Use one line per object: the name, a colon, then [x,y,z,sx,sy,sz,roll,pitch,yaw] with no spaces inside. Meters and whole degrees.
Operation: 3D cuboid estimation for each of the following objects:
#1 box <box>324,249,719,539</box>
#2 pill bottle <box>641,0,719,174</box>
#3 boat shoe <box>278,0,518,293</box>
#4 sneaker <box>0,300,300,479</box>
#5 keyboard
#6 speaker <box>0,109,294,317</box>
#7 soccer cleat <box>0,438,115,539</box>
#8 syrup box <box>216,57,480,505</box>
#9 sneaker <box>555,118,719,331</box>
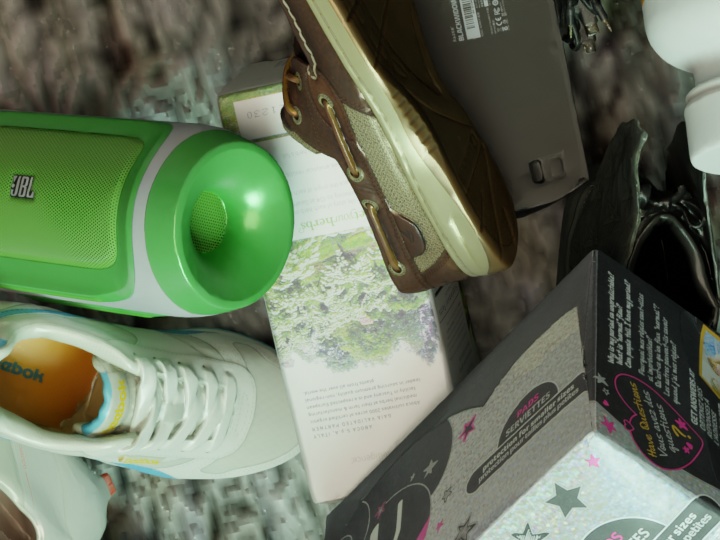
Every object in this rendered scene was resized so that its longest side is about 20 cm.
box: [0.078,0.116,1.166,0.114,0.132,0.200,32,122,-17]
pill bottle: [0.171,-0.146,1.140,0.110,0.111,0.202,-6,79,12]
boat shoe: [-0.006,-0.075,1.163,0.072,0.072,0.201,-20,116,26]
sneaker: [-0.105,0.062,1.266,0.199,0.081,0.077,9,96,-25]
keyboard: [0.061,-0.124,1.235,0.103,0.040,0.201,-11,89,1]
speaker: [-0.124,-0.028,1.232,0.199,0.088,0.089,7,108,44]
soccer cleat: [-0.201,0.065,1.304,0.200,0.078,0.069,48,132,4]
syrup box: [0.000,0.000,1.260,0.078,0.081,0.201,-11,102,13]
sneaker: [0.124,0.024,1.225,0.060,0.104,0.201,-2,103,-13]
